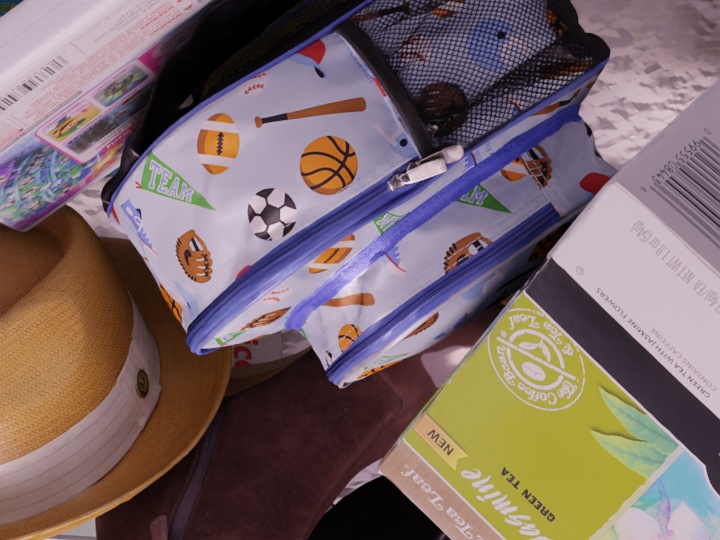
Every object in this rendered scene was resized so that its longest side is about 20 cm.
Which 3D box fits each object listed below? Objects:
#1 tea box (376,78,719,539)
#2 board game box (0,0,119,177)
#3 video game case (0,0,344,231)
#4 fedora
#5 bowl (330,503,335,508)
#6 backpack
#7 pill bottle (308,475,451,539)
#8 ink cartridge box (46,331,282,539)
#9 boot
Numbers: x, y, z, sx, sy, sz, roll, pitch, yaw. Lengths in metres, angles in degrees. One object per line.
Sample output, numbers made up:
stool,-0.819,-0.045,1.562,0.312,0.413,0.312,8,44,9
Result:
tea box,0.143,0.022,1.077,0.134,0.200,0.197,43,135,8
board game box,-0.169,-0.110,1.157,0.151,0.047,0.200,-9,142,5
video game case,-0.080,-0.091,1.082,0.200,0.024,0.182,-36,169,3
fedora,-0.151,0.030,1.181,0.200,0.201,0.082,-10,128,7
bowl,-0.081,0.139,1.403,0.200,0.201,0.094,1,114,-7
backpack,-0.001,-0.039,1.106,0.190,0.154,0.200,-26,168,-10
pill bottle,0.056,0.192,1.264,0.112,0.112,0.200,-27,114,26
ink cartridge box,-0.136,0.067,1.307,0.200,0.146,0.084,5,138,-13
boot,-0.020,0.088,1.169,0.200,0.166,0.072,-16,121,18
